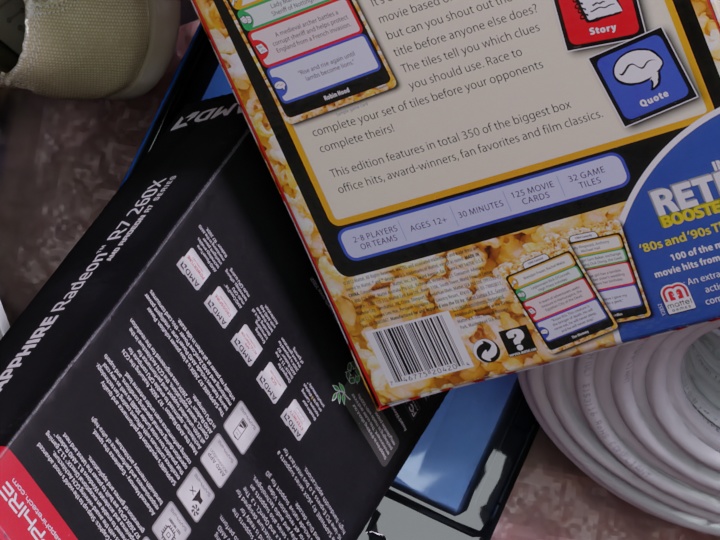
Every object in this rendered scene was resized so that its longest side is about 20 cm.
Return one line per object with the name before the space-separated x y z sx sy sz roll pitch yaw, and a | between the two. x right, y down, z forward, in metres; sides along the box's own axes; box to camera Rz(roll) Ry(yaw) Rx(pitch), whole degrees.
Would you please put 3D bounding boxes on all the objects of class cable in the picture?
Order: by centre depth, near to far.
cable | 0.151 0.020 0.941 0.199 0.200 0.069 23 50 -12

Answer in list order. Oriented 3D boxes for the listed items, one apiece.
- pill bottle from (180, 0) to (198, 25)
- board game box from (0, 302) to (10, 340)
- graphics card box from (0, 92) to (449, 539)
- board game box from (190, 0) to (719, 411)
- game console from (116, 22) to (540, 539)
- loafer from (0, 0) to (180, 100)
pill bottle | -0.100 -0.188 0.986 0.112 0.112 0.201 -4 81 -9
board game box | -0.185 0.056 0.917 0.199 0.026 0.201 -25 83 28
graphics card box | -0.052 0.050 0.853 0.126 0.051 0.200 57 45 -25
board game box | 0.037 -0.069 0.821 0.151 0.046 0.201 -15 113 22
game console | 0.000 0.000 0.964 0.170 0.118 0.201 26 78 -3
loafer | -0.148 -0.120 0.910 0.200 0.068 0.076 31 114 22
